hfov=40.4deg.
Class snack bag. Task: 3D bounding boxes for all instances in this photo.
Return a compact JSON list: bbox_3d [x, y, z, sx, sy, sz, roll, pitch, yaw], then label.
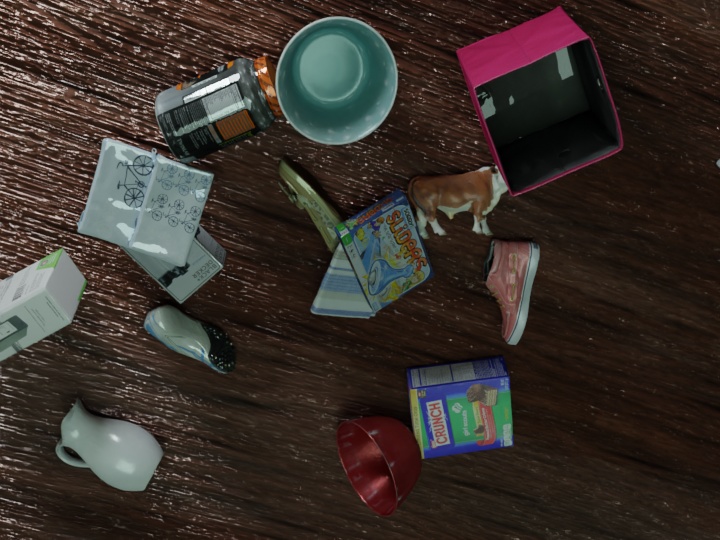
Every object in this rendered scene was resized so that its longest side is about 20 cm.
[{"bbox_3d":[-0.366,-0.115,1.655,0.196,0.022,0.191,19,115,-12],"label":"snack bag"}]

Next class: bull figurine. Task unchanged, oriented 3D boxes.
[{"bbox_3d":[0.182,-0.123,1.715,0.195,0.065,0.124,-4,86,7],"label":"bull figurine"}]

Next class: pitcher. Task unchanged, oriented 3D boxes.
[{"bbox_3d":[-0.498,0.358,1.917,0.198,0.122,0.172,30,133,-6],"label":"pitcher"}]

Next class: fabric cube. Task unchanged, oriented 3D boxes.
[{"bbox_3d":[0.285,-0.276,1.576,0.197,0.200,0.199,-22,116,8],"label":"fabric cube"}]

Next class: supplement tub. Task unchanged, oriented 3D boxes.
[{"bbox_3d":[-0.225,-0.266,1.596,0.196,0.123,0.124,-21,117,7],"label":"supplement tub"}]

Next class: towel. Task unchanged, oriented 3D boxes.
[{"bbox_3d":[0.000,0.000,1.769,0.144,0.024,0.203,4,122,-34],"label":"towel"}]

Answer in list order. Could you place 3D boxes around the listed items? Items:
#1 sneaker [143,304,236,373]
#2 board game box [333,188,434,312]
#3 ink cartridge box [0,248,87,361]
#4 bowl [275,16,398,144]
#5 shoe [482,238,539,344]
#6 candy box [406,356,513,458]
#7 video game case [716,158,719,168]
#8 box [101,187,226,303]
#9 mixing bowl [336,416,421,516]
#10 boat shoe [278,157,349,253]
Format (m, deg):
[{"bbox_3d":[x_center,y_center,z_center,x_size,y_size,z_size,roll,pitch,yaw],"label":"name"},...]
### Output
[{"bbox_3d":[-0.317,0.130,1.834,0.199,0.073,0.072,37,144,-26],"label":"sneaker"},{"bbox_3d":[0.045,-0.032,1.730,0.134,0.035,0.202,-31,134,-6],"label":"board game box"},{"bbox_3d":[-0.600,0.067,1.733,0.197,0.146,0.085,-27,117,11],"label":"ink cartridge box"},{"bbox_3d":[-0.044,-0.317,1.584,0.196,0.105,0.205,-4,115,-8],"label":"bowl"},{"bbox_3d":[0.267,0.038,1.812,0.089,0.072,0.204,7,111,-5],"label":"shoe"},{"bbox_3d":[0.195,0.270,1.920,0.195,0.077,0.172,-7,118,2],"label":"candy box"},{"bbox_3d":[0.765,-0.203,1.740,0.181,0.023,0.200,38,110,-20],"label":"video game case"},{"bbox_3d":[-0.345,-0.053,1.734,0.116,0.060,0.200,-36,114,15],"label":"box"},{"bbox_3d":[0.050,0.364,1.917,0.107,0.199,0.204,-25,122,-29],"label":"mixing bowl"},{"bbox_3d":[-0.083,-0.111,1.711,0.062,0.074,0.200,-37,114,12],"label":"boat shoe"}]
